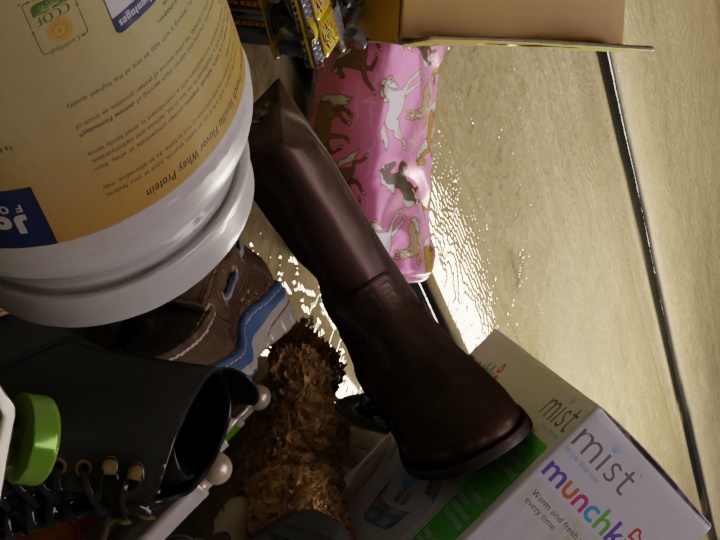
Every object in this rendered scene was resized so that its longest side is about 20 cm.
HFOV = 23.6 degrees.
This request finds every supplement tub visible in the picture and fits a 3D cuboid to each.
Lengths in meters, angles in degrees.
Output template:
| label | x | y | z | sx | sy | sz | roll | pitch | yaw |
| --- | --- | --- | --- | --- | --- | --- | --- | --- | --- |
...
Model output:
| label | x | y | z | sx | sy | sz | roll | pitch | yaw |
| --- | --- | --- | --- | --- | --- | --- | --- | --- | --- |
| supplement tub | -0.120 | -0.089 | 0.621 | 0.201 | 0.143 | 0.145 | 73 | 33 | -47 |

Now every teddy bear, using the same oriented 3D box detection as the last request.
| label | x | y | z | sx | sy | sz | roll | pitch | yaw |
| --- | --- | --- | --- | --- | --- | --- | --- | --- | --- |
| teddy bear | -0.046 | 0.106 | 0.926 | 0.201 | 0.066 | 0.145 | -86 | -159 | -45 |

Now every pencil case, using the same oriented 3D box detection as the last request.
| label | x | y | z | sx | sy | sz | roll | pitch | yaw |
| --- | --- | --- | --- | --- | --- | --- | --- | --- | --- |
| pencil case | 0.011 | -0.095 | 1.037 | 0.087 | 0.082 | 0.202 | -44 | 138 | -75 |

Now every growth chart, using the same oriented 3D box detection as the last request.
| label | x | y | z | sx | sy | sz | roll | pitch | yaw |
| --- | --- | --- | --- | --- | --- | --- | --- | --- | --- |
| growth chart | -0.100 | 0.116 | 0.776 | 0.145 | 0.018 | 0.200 | -47 | -178 | 3 |

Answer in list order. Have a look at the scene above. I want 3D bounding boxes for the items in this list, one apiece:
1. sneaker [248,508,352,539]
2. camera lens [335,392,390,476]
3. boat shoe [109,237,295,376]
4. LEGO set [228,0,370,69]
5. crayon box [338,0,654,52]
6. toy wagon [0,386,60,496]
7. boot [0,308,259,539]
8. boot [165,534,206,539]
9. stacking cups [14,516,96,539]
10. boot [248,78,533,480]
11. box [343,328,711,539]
| label | x | y | z | sx | sy | sz | roll | pitch | yaw |
| --- | --- | --- | --- | --- | --- | --- | --- | --- | --- |
| sneaker | -0.043 | 0.187 | 0.805 | 0.091 | 0.076 | 0.201 | -47 | 160 | -60 |
| camera lens | 0.043 | 0.182 | 1.110 | 0.160 | 0.159 | 0.202 | -10 | 107 | -67 |
| boat shoe | -0.090 | 0.026 | 0.823 | 0.073 | 0.072 | 0.200 | 61 | 13 | -7 |
| LEGO set | -0.067 | -0.138 | 0.773 | 0.154 | 0.115 | 0.201 | -58 | 148 | -45 |
| crayon box | 0.051 | -0.141 | 0.890 | 0.126 | 0.200 | 0.051 | -1 | 100 | -23 |
| toy wagon | -0.178 | 0.058 | 0.572 | 0.154 | 0.039 | 0.202 | 11 | 85 | -32 |
| boot | -0.139 | 0.089 | 0.647 | 0.078 | 0.137 | 0.201 | 77 | 31 | -43 |
| boot | -0.091 | 0.195 | 0.845 | 0.200 | 0.069 | 0.175 | -50 | 158 | -51 |
| stacking cups | -0.162 | 0.144 | 0.716 | 0.200 | 0.060 | 0.061 | -49 | 141 | -55 |
| boot | 0.000 | 0.000 | 0.882 | 0.064 | 0.186 | 0.201 | -31 | 106 | -13 |
| box | 0.067 | 0.141 | 0.924 | 0.176 | 0.097 | 0.200 | -45 | -167 | 0 |
